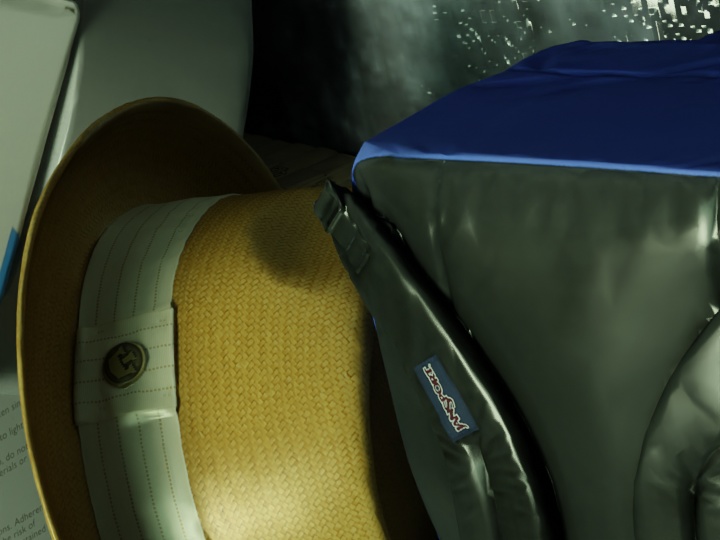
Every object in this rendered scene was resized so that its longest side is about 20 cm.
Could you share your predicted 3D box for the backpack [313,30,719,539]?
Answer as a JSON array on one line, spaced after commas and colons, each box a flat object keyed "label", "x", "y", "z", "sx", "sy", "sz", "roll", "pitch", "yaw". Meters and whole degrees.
[{"label": "backpack", "x": 0.112, "y": 0.045, "z": 0.651, "sx": 0.162, "sy": 0.167, "sz": 0.201, "roll": 8, "pitch": 116, "yaw": 46}]

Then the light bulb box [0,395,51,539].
[{"label": "light bulb box", "x": -0.227, "y": 0.059, "z": 1.034, "sx": 0.198, "sy": 0.125, "sz": 0.201, "roll": 13, "pitch": 120, "yaw": 41}]

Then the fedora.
[{"label": "fedora", "x": -0.013, "y": 0.041, "z": 0.704, "sx": 0.081, "sy": 0.201, "sz": 0.201, "roll": -16, "pitch": 99, "yaw": 24}]

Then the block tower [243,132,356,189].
[{"label": "block tower", "x": 0.000, "y": 0.000, "z": 0.828, "sx": 0.199, "sy": 0.054, "sz": 0.058, "roll": 17, "pitch": 121, "yaw": 40}]

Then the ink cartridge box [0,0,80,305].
[{"label": "ink cartridge box", "x": -0.185, "y": -0.040, "z": 0.808, "sx": 0.200, "sy": 0.084, "sz": 0.147, "roll": 24, "pitch": 101, "yaw": 50}]

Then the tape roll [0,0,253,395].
[{"label": "tape roll", "x": -0.119, "y": -0.060, "z": 0.849, "sx": 0.200, "sy": 0.066, "sz": 0.201, "roll": -13, "pitch": 73, "yaw": 50}]
